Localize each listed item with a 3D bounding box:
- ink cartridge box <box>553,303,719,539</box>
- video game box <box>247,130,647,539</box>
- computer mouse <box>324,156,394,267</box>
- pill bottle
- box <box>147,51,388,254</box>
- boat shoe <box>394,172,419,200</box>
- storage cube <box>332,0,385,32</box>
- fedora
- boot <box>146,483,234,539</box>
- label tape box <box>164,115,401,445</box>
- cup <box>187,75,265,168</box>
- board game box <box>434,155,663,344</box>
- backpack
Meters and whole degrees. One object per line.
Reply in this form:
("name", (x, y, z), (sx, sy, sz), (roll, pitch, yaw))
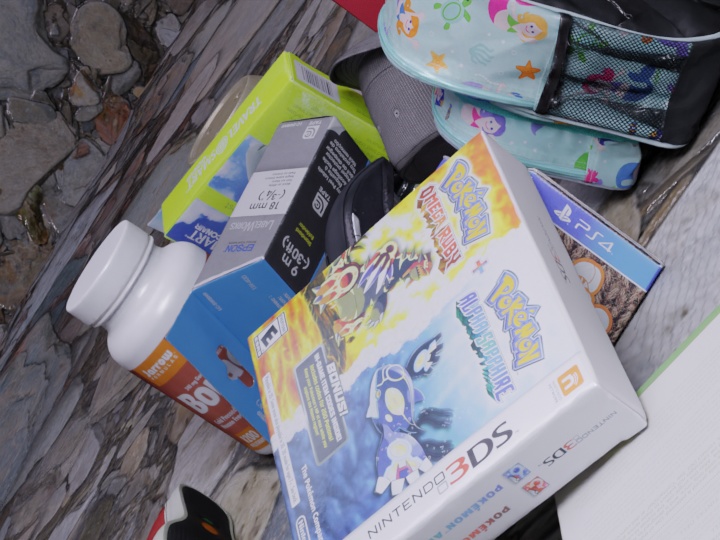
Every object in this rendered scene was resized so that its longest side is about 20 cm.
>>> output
("ink cartridge box", (0.147, 0.104, 0.657), (0.146, 0.048, 0.200), (-49, 18, 22))
("video game box", (0.032, 0.053, 0.801), (0.182, 0.047, 0.201), (-40, 38, 17))
("computer mouse", (0.000, 0.000, 1.094), (0.141, 0.046, 0.201), (107, 166, -67))
("pill bottle", (-0.126, 0.050, 1.265), (0.112, 0.199, 0.112), (-49, 17, 21))
("box", (-0.068, -0.067, 1.281), (0.200, 0.121, 0.048), (-47, 32, 28))
("boat shoe", (-0.004, -0.045, 1.348), (0.200, 0.062, 0.075), (-29, 30, 55))
("storage cube", (0.086, -0.289, 1.346), (0.200, 0.179, 0.172), (-43, 20, 39))
("fedora", (0.068, -0.115, 1.168), (0.200, 0.176, 0.091), (155, 116, -62))
("boot", (-0.154, 0.254, 1.197), (0.145, 0.072, 0.200), (-55, 8, 3))
("label tape box", (-0.041, 0.009, 1.189), (0.063, 0.144, 0.201), (-1, 52, 40))
("cup", (-0.079, -0.103, 1.526), (0.201, 0.143, 0.201), (-50, 18, 22))
("board game box", (0.056, 0.045, 0.939), (0.201, 0.097, 0.159), (-57, 16, -3))
("backpack", (0.109, -0.149, 0.987), (0.178, 0.199, 0.151), (-88, 16, -59))
